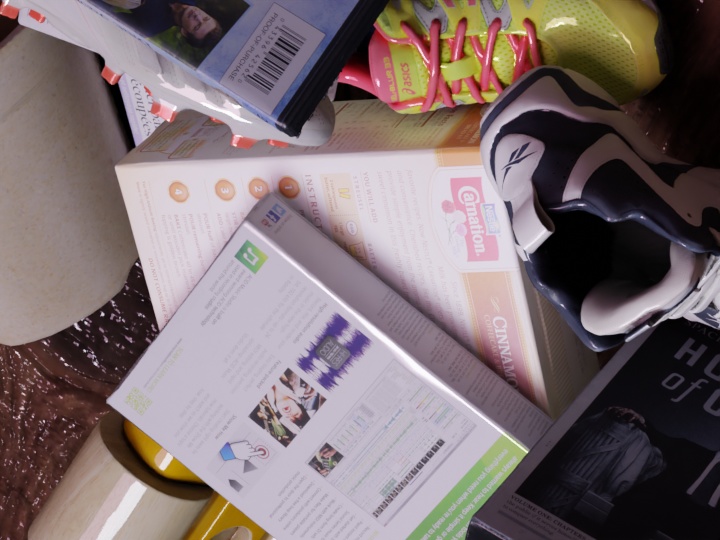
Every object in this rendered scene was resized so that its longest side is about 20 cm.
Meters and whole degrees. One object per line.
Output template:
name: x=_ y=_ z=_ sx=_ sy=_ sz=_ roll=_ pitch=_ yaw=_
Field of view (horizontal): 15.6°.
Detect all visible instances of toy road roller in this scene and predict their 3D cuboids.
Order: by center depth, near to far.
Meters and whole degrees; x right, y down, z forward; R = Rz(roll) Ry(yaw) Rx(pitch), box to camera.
toy road roller: x=-0.101 y=0.105 z=1.422 sx=0.123 sy=0.200 sz=0.146 roll=-55 pitch=53 yaw=21

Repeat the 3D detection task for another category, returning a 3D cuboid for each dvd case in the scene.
dvd case: x=-0.067 y=-0.163 z=1.083 sx=0.200 sy=0.143 sz=0.018 roll=33 pitch=176 yaw=19
dvd case: x=0.160 y=0.095 z=1.174 sx=0.150 sy=0.200 sz=0.025 roll=29 pitch=136 yaw=19

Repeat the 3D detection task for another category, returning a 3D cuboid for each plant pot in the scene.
plant pot: x=-0.201 y=-0.069 z=1.373 sx=0.200 sy=0.201 sz=0.184 roll=7 pitch=139 yaw=37

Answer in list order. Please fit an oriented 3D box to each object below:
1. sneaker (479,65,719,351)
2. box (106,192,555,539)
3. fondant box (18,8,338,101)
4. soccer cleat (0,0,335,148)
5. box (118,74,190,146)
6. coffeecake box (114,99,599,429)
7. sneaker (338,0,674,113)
sneaker: x=0.138 y=0.004 z=1.131 sx=0.199 sy=0.130 sz=0.079 roll=36 pitch=120 yaw=-21
box: x=-0.007 y=0.075 z=1.251 sx=0.200 sy=0.036 sz=0.144 roll=40 pitch=127 yaw=0
fondant box: x=-0.064 y=-0.185 z=1.157 sx=0.144 sy=0.058 sz=0.200 roll=21 pitch=110 yaw=24
soccer cleat: x=-0.090 y=-0.118 z=1.116 sx=0.200 sy=0.069 sz=0.078 roll=32 pitch=104 yaw=19
box: x=-0.088 y=-0.053 z=1.385 sx=0.039 sy=0.041 sz=0.200 roll=12 pitch=131 yaw=33
coffeecake box: x=0.000 y=0.000 z=1.270 sx=0.200 sy=0.073 sz=0.154 roll=-1 pitch=116 yaw=26
sneaker: x=0.046 y=-0.100 z=1.191 sx=0.200 sy=0.090 sz=0.078 roll=9 pitch=127 yaw=33
